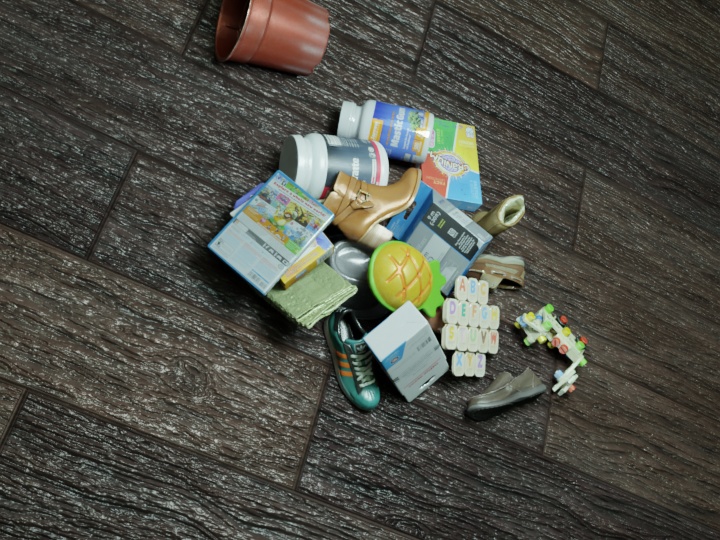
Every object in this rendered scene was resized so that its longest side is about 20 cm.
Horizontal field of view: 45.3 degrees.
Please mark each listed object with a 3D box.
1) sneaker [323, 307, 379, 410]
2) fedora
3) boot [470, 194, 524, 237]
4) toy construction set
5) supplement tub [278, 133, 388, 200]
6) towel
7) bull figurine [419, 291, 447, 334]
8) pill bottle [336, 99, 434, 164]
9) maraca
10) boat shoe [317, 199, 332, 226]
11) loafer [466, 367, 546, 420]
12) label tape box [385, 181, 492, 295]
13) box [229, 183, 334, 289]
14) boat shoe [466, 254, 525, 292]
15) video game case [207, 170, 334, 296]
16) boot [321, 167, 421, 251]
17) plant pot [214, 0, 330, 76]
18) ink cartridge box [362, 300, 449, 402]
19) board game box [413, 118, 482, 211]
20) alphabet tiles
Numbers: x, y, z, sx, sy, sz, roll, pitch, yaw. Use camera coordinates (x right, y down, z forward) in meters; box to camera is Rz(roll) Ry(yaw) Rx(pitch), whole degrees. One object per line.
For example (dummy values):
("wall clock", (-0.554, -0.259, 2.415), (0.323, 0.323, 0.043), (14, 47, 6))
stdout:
("sneaker", (-0.010, 0.168, 1.652), (0.071, 0.080, 0.202), (-17, 77, -30))
("fedora", (0.000, 0.000, 1.723), (0.198, 0.090, 0.179), (21, 62, -16))
("boot", (0.286, -0.104, 1.833), (0.066, 0.200, 0.176), (42, 53, -4))
("toy construction set", (0.418, 0.161, 1.850), (0.202, 0.092, 0.131), (60, 34, -1))
("supplement tub", (-0.054, -0.202, 1.753), (0.197, 0.140, 0.142), (3, 68, -24))
("towel", (-0.117, 0.027, 1.635), (0.148, 0.037, 0.199), (-31, 48, -30))
("bull figurine", (0.146, 0.084, 1.758), (0.198, 0.065, 0.123), (16, 43, -38))
("pill bottle", (0.051, -0.301, 1.848), (0.197, 0.112, 0.114), (12, 63, -2))
("maraca", (0.092, 0.019, 1.655), (0.198, 0.106, 0.139), (18, 75, -37))
("boat shoe", (-0.129, -0.075, 1.680), (0.200, 0.075, 0.075), (-21, 37, -12))
("loafer", (0.289, 0.251, 1.773), (0.198, 0.073, 0.072), (-11, 63, -33))
("label tape box", (0.148, -0.069, 1.763), (0.199, 0.144, 0.066), (39, 28, 10))
("box", (-0.154, -0.079, 1.619), (0.119, 0.042, 0.201), (-37, 77, -12))
("boat shoe", (0.275, 0.010, 1.859), (0.197, 0.076, 0.073), (-1, 71, -24))
("video game case", (-0.164, -0.071, 1.588), (0.143, 0.018, 0.200), (38, 75, 13))
("boot", (0.021, -0.152, 1.687), (0.154, 0.074, 0.202), (33, 71, -8))
("plant pot", (-0.180, -0.507, 1.806), (0.193, 0.200, 0.204), (13, 64, -29))
("ink cartridge box", (0.091, 0.160, 1.654), (0.115, 0.201, 0.067), (-38, 55, -6))
("board game box", (0.193, -0.241, 1.944), (0.151, 0.040, 0.203), (7, 66, -22))
("alphabet tiles", (0.225, 0.115, 1.741), (0.199, 0.014, 0.199), (11, 80, -50))
